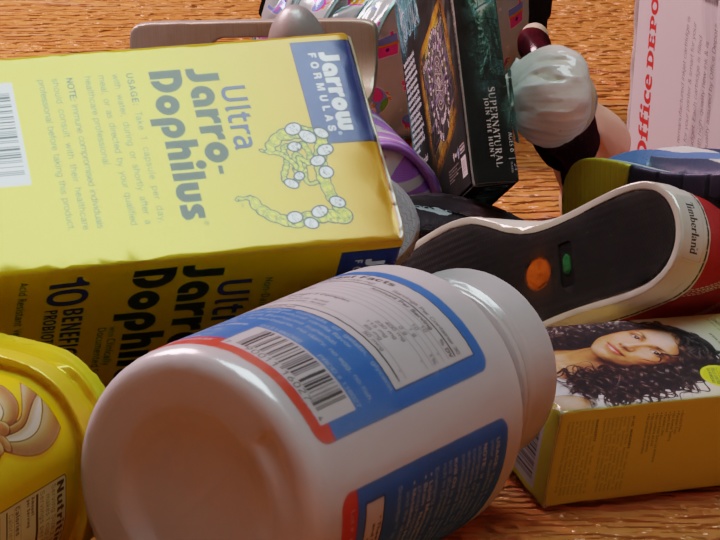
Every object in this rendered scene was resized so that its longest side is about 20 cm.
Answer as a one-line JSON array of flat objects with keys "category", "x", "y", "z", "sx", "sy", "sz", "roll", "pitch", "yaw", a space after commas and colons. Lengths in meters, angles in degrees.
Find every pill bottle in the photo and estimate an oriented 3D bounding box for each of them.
[{"category": "pill bottle", "x": -0.006, "y": 0.061, "z": 1.026, "sx": 0.112, "sy": 0.113, "sz": 0.200, "roll": 13, "pitch": 18, "yaw": 31}]

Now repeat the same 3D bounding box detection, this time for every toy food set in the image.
[{"category": "toy food set", "x": -0.081, "y": -0.095, "z": 1.378, "sx": 0.143, "sy": 0.061, "sz": 0.200, "roll": 1, "pitch": 19, "yaw": 14}]

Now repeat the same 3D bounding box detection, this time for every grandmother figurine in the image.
[{"category": "grandmother figurine", "x": 0.112, "y": -0.080, "z": 1.444, "sx": 0.060, "sy": 0.122, "sz": 0.200, "roll": -27, "pitch": -12, "yaw": 5}]

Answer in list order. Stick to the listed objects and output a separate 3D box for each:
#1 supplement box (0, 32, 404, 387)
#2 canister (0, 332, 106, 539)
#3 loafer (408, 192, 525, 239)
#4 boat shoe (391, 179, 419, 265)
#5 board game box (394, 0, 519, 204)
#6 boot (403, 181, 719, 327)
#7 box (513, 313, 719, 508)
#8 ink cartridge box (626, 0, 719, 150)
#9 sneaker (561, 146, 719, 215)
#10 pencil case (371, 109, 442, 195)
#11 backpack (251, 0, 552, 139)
[{"category": "supplement box", "x": -0.096, "y": -0.019, "z": 1.117, "sx": 0.199, "sy": 0.109, "sz": 0.110, "roll": -6, "pitch": 59, "yaw": -16}, {"category": "canister", "x": -0.198, "y": 0.087, "z": 0.954, "sx": 0.148, "sy": 0.087, "sz": 0.200, "roll": 10, "pitch": 19, "yaw": 23}, {"category": "loafer", "x": 0.000, "y": 0.000, "z": 1.328, "sx": 0.199, "sy": 0.068, "sz": 0.071, "roll": 6, "pitch": 37, "yaw": -6}, {"category": "boat shoe", "x": -0.058, "y": 0.027, "z": 1.209, "sx": 0.199, "sy": 0.071, "sz": 0.072, "roll": -25, "pitch": 67, "yaw": -22}, {"category": "board game box", "x": 0.049, "y": -0.099, "z": 1.412, "sx": 0.028, "sy": 0.136, "sz": 0.200, "roll": -6, "pitch": -5, "yaw": -6}, {"category": "boot", "x": 0.117, "y": 0.017, "z": 1.261, "sx": 0.199, "sy": 0.073, "sz": 0.144, "roll": -14, "pitch": -21, "yaw": 42}, {"category": "box", "x": 0.156, "y": 0.056, "z": 1.162, "sx": 0.199, "sy": 0.050, "sz": 0.075, "roll": -4, "pitch": 29, "yaw": -25}, {"category": "ink cartridge box", "x": 0.240, "y": -0.100, "z": 1.546, "sx": 0.084, "sy": 0.147, "sz": 0.200, "roll": -4, "pitch": 19, "yaw": -23}, {"category": "sneaker", "x": 0.197, "y": -0.024, "z": 1.340, "sx": 0.199, "sy": 0.074, "sz": 0.082, "roll": 19, "pitch": 21, "yaw": 41}, {"category": "pencil case", "x": -0.016, "y": -0.052, "z": 1.469, "sx": 0.085, "sy": 0.084, "sz": 0.200, "roll": -40, "pitch": 20, "yaw": 1}, {"category": "backpack", "x": 0.030, "y": -0.164, "z": 1.722, "sx": 0.199, "sy": 0.168, "sz": 0.126, "roll": -19, "pitch": 31, "yaw": -38}]
